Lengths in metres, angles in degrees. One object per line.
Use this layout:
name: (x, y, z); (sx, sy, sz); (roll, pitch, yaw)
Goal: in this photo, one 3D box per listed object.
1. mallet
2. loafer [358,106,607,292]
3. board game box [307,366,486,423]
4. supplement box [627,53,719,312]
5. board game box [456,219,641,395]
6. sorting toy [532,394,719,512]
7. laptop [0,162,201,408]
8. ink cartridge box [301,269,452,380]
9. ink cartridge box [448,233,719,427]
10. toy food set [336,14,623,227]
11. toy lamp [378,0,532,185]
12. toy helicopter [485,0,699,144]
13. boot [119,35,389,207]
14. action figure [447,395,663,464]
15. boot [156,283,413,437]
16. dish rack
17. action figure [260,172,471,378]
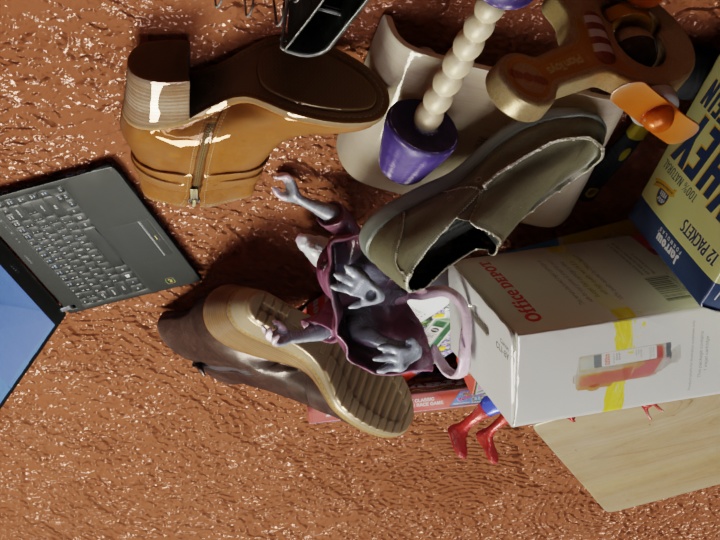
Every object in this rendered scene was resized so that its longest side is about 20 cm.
mallet: (0.206, -0.111, 1.573); (0.066, 0.041, 0.200); (11, 147, -25)
loafer: (0.098, -0.045, 1.485); (0.200, 0.070, 0.075); (-32, 145, 8)
board game box: (0.055, 0.108, 1.836); (0.200, 0.019, 0.103); (-7, -170, 4)
supplement box: (0.344, -0.066, 1.493); (0.200, 0.134, 0.200); (15, 115, -27)
board game box: (0.185, 0.025, 1.712); (0.200, 0.040, 0.153); (-15, 147, -14)
sorting toy: (0.285, 0.133, 1.902); (0.200, 0.070, 0.199); (-18, 143, 20)
laptop: (-0.255, 0.021, 1.666); (0.200, 0.103, 0.177); (-13, 145, 15)
ink cartridge box: (0.015, 0.052, 1.778); (0.109, 0.050, 0.200); (24, 136, -35)
ink cartridge box: (0.182, 0.041, 1.573); (0.200, 0.145, 0.084); (-7, 115, -16)
toy food set: (0.093, -0.116, 1.539); (0.200, 0.060, 0.144); (13, 137, -10)
toy lamp: (0.063, -0.136, 1.431); (0.058, 0.058, 0.200); (9, 139, -17)
toy helicopter: (0.161, -0.135, 1.390); (0.200, 0.132, 0.079); (-25, 165, -43)
boot: (-0.079, -0.102, 1.532); (0.200, 0.074, 0.155); (9, 144, 4)
action figure: (0.170, 0.114, 1.709); (0.065, 0.099, 0.200); (11, 132, -45)
boot: (-0.064, 0.080, 1.747); (0.200, 0.072, 0.166); (38, 155, -20)
dish rack: (-0.081, -0.229, 1.359); (0.200, 0.055, 0.153); (15, 141, -24)
action figure: (0.000, 0.000, 1.614); (0.149, 0.200, 0.134); (4, 104, -12)
